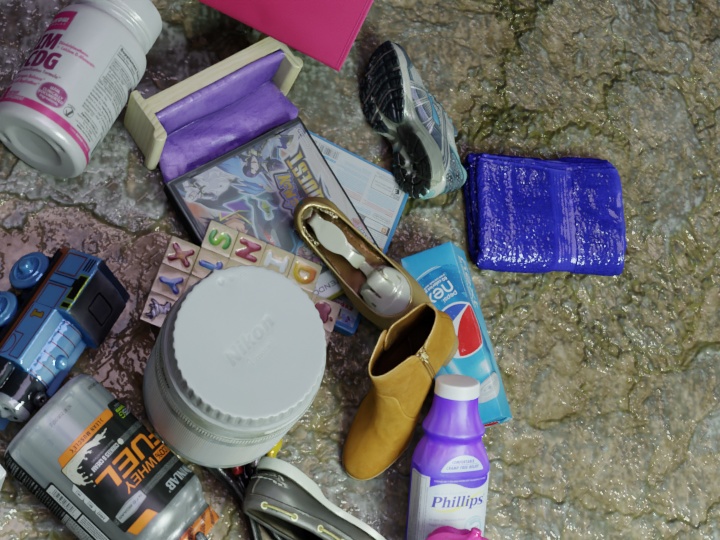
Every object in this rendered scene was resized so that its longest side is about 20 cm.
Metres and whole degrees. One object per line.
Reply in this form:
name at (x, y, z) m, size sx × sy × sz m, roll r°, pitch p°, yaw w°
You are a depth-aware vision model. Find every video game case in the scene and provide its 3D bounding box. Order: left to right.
video game case at (-0.092, -0.047, 1.500) m, size 0.179 × 0.026 × 0.202 m, roll -29°, pitch 82°, yaw -23°
video game case at (-0.037, -0.044, 1.541) m, size 0.142 × 0.018 × 0.202 m, roll 26°, pitch 66°, yaw -9°

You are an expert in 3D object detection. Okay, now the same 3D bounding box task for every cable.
cable at (-0.111, 0.227, 1.403) m, size 0.096 × 0.050 × 0.203 m, roll -3°, pitch 71°, yaw -31°

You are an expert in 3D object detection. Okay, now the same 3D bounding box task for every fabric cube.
fabric cube at (-0.064, -0.379, 1.512) m, size 0.197 × 0.198 × 0.201 m, roll 23°, pitch 29°, yaw -8°

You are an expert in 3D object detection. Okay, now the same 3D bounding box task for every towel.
towel at (0.222, -0.070, 1.616) m, size 0.197 × 0.050 × 0.150 m, roll 1°, pitch 71°, yaw -17°

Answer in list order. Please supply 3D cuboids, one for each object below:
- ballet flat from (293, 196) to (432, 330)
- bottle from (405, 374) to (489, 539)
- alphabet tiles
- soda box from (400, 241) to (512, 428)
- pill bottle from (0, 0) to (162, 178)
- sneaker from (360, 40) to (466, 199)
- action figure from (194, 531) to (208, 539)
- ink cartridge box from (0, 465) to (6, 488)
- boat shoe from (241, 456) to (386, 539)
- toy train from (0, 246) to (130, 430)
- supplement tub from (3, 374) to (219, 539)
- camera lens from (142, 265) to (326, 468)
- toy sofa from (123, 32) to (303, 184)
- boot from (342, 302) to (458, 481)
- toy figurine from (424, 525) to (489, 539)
ballet flat at (0.000, 0.000, 1.459) m, size 0.200 × 0.063 × 0.069 m, roll 42°, pitch 91°, yaw 3°
bottle at (0.094, 0.212, 1.423) m, size 0.082 × 0.065 × 0.203 m, roll 0°, pitch 103°, yaw -22°
alphabet tiles at (-0.125, 0.044, 1.440) m, size 0.198 × 0.006 × 0.168 m, roll 22°, pitch 66°, yaw -8°
soda box at (0.107, 0.076, 1.507) m, size 0.063 × 0.068 × 0.203 m, roll -19°, pitch 76°, yaw 13°
pill bottle at (-0.301, -0.211, 1.460) m, size 0.112 × 0.113 × 0.202 m, roll 30°, pitch 65°, yaw -6°
sneaker at (0.065, -0.175, 1.600) m, size 0.086 × 0.077 × 0.203 m, roll -3°, pitch 69°, yaw -42°
action figure at (-0.085, 0.317, 1.320) m, size 0.198 × 0.194 × 0.106 m, roll -29°, pitch 56°, yaw 10°
ink cartridge box at (-0.412, 0.140, 1.279) m, size 0.047 × 0.160 × 0.201 m, roll -36°, pitch 85°, yaw -26°
boat shoe at (-0.039, 0.272, 1.389) m, size 0.201 × 0.071 × 0.061 m, roll 40°, pitch 58°, yaw -19°
toy train at (-0.323, 0.065, 1.352) m, size 0.113 × 0.087 × 0.201 m, roll 13°, pitch 60°, yaw 33°
supplement tub at (-0.241, 0.209, 1.331) m, size 0.200 × 0.123 × 0.123 m, roll 43°, pitch 65°, yaw -1°
camera lens at (-0.123, 0.096, 1.309) m, size 0.157 × 0.200 × 0.162 m, roll 5°, pitch 70°, yaw -14°
toy sofa at (-0.157, -0.183, 1.514) m, size 0.199 × 0.083 × 0.098 m, roll -32°, pitch 82°, yaw -24°
boot at (0.027, 0.124, 1.407) m, size 0.070 × 0.144 × 0.202 m, roll 35°, pitch 90°, yaw 22°
toy figurine at (0.093, 0.353, 1.364) m, size 0.197 × 0.150 × 0.187 m, roll -19°, pitch 93°, yaw 3°
